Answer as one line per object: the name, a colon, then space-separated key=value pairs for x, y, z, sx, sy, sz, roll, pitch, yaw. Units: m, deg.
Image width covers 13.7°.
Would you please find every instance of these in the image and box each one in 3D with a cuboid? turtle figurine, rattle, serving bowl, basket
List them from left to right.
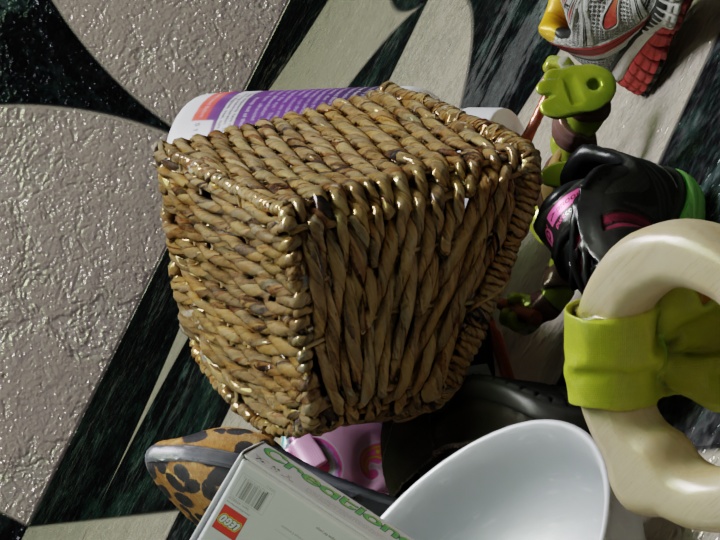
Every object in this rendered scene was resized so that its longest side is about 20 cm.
basket: x=0.000 y=0.000 z=1.518 sx=0.200 sy=0.148 sz=0.143 roll=-153 pitch=52 yaw=-63
serving bowl: x=0.054 y=0.165 z=1.310 sx=0.200 sy=0.066 sz=0.200 roll=-39 pitch=25 yaw=22
turtle figurine: x=0.113 y=-0.036 z=1.620 sx=0.161 sy=0.064 sz=0.201 roll=99 pitch=-177 yaw=-73
rattle: x=0.186 y=0.029 z=1.174 sx=0.200 sy=0.142 sz=0.131 roll=-27 pitch=66 yaw=48

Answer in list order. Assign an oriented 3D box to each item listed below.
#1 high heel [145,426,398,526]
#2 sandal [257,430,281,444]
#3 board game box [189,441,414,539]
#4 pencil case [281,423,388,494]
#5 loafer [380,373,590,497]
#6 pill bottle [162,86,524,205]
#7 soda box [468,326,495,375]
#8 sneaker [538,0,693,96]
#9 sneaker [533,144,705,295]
high heel: x=-0.055 y=0.137 z=1.552 sx=0.200 sy=0.142 sz=0.072 roll=121 pitch=166 yaw=-63
sandal: x=-0.039 y=0.096 z=1.793 sx=0.077 sy=0.069 sz=0.213 roll=11 pitch=97 yaw=41
board game box: x=0.008 y=0.176 z=1.198 sx=0.127 sy=0.200 sz=0.035 roll=-59 pitch=-9 yaw=13
pencil case: x=-0.034 y=0.152 z=1.679 sx=0.200 sy=0.087 sz=0.088 roll=119 pitch=172 yaw=-46
loafer: x=0.068 y=0.093 z=1.496 sx=0.200 sy=0.073 sz=0.072 roll=168 pitch=109 yaw=-68
pill bottle: x=-0.006 y=-0.051 z=1.747 sx=0.111 sy=0.199 sz=0.112 roll=2 pitch=-93 yaw=-63
soda box: x=0.034 y=0.034 z=1.680 sx=0.200 sy=0.070 sz=0.064 roll=96 pitch=166 yaw=-88
sneaker: x=0.147 y=-0.167 z=1.662 sx=0.200 sy=0.082 sz=0.078 roll=111 pitch=180 yaw=-60
sneaker: x=0.120 y=0.000 z=1.431 sx=0.077 sy=0.084 sz=0.200 roll=-59 pitch=10 yaw=22
